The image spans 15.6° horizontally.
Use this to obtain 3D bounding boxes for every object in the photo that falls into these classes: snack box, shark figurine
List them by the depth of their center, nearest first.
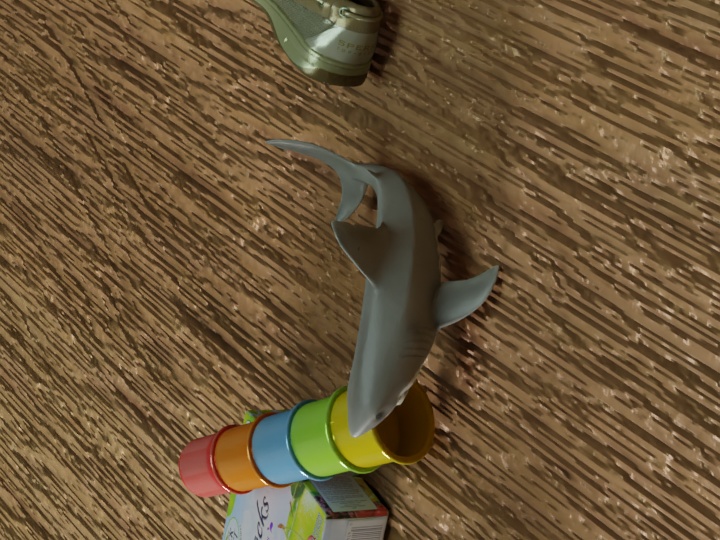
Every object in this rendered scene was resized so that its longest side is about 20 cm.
[{"bbox_3d":[0.006,-0.021,1.611,0.128,0.089,0.215,-40,43,31],"label":"shark figurine"},{"bbox_3d":[-0.047,0.215,1.793,0.142,0.053,0.201,-132,47,-54],"label":"snack box"}]

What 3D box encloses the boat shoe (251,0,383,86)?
[{"bbox_3d":[-0.045,-0.202,1.735,0.201,0.073,0.063,57,134,41],"label":"boat shoe"}]

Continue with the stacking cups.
[{"bbox_3d":[-0.044,0.112,1.693,0.200,0.060,0.061,-17,77,41],"label":"stacking cups"}]
